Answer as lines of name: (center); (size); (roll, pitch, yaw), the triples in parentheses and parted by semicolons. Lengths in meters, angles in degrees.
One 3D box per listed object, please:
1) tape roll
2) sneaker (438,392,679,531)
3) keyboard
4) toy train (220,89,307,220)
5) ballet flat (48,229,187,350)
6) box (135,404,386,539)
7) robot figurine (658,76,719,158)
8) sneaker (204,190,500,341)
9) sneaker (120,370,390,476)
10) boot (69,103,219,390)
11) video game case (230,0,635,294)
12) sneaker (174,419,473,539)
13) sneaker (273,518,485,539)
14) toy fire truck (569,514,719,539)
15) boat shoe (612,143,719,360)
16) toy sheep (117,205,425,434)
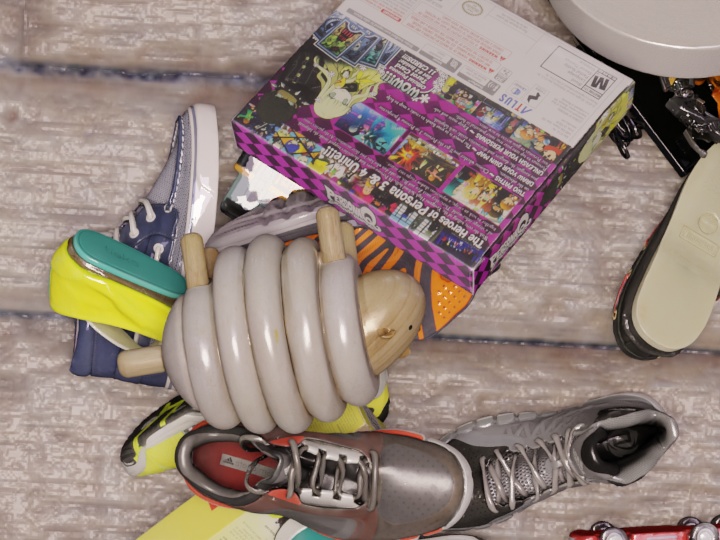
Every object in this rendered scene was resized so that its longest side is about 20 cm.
tape roll: (0.224, -0.226, 1.419); (0.201, 0.037, 0.204); (0, 60, 0)
sneaker: (0.128, 0.130, 1.401); (0.199, 0.115, 0.076); (-19, 89, -5)
keyboard: (0.182, -0.156, 1.466); (0.104, 0.040, 0.200); (-37, 90, -28)
toy train: (-0.002, -0.047, 1.420); (0.199, 0.085, 0.114); (32, 98, -5)
ballet flat: (-0.118, 0.036, 1.360); (0.199, 0.067, 0.067); (22, 115, -11)
box: (-0.065, 0.167, 1.385); (0.200, 0.050, 0.075); (-37, 129, 6)
robot figurine: (0.300, -0.110, 1.424); (0.144, 0.058, 0.201); (-26, 73, -29)
sneaker: (0.000, 0.000, 1.354); (0.198, 0.078, 0.113); (-12, 104, 9)
sneaker: (-0.071, 0.106, 1.408); (0.199, 0.075, 0.077); (-23, 100, 1)
boot: (-0.150, -0.020, 1.405); (0.090, 0.073, 0.202); (6, 88, -10)
video game case: (0.047, -0.102, 1.318); (0.199, 0.036, 0.181); (32, 65, 22)
sneaker: (-0.029, 0.136, 1.296); (0.198, 0.082, 0.078); (3, 85, 11)
sneaker: (0.044, 0.230, 1.359); (0.199, 0.121, 0.084); (16, 117, -28)
toy fire truck: (0.249, 0.247, 1.440); (0.198, 0.049, 0.142); (-3, 88, -5)
boat shoe: (0.243, -0.023, 1.443); (0.073, 0.063, 0.202); (36, 71, -5)
toy sheep: (-0.056, 0.038, 1.271); (0.198, 0.138, 0.139); (-11, 89, 10)
